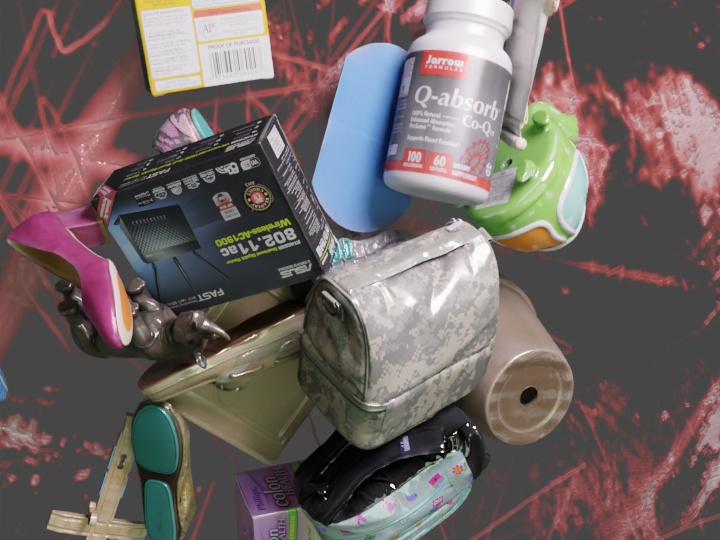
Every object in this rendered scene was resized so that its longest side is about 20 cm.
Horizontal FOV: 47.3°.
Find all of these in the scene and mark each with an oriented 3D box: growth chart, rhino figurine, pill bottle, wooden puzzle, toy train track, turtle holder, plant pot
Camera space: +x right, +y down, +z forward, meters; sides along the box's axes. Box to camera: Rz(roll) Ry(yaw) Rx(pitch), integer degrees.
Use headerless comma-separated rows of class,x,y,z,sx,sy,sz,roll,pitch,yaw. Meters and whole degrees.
growth chart,0.168,-0.231,0.875,0.017,0.145,0.203,2,122,-12
rhino figurine,-0.214,0.056,0.823,0.088,0.197,0.060,73,30,-42
pill bottle,0.096,-0.178,0.866,0.114,0.115,0.204,11,90,-25
wooden puzzle,-0.115,0.100,0.948,0.184,0.037,0.201,36,87,-28
toy train track,-0.282,0.260,0.931,0.113,0.033,0.203,16,100,-26
turtle holder,0.196,-0.105,0.960,0.140,0.187,0.131,-35,122,29
plant pot,0.158,0.114,0.986,0.197,0.173,0.204,-7,109,-19

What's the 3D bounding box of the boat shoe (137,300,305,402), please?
boat shoe,-0.137,0.099,0.880,0.198,0.072,0.066,-24,111,-22

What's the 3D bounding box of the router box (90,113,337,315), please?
router box,-0.142,-0.047,0.809,0.197,0.063,0.151,-15,122,21

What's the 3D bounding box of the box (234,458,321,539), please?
box,-0.048,0.333,1.018,0.197,0.097,0.179,-7,110,-21

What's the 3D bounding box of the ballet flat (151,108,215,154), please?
ballet flat,-0.141,-0.076,0.863,0.071,0.069,0.201,-34,114,12

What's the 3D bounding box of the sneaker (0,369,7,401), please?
sneaker,-0.395,0.077,0.808,0.104,0.076,0.202,10,111,-37

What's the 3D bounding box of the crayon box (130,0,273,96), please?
crayon box,-0.159,-0.280,0.787,0.124,0.052,0.203,-13,113,-18

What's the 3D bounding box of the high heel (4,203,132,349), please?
high heel,-0.272,0.010,0.760,0.095,0.201,0.068,-20,141,-13

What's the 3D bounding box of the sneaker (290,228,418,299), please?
sneaker,0.000,0.000,0.943,0.198,0.091,0.079,0,74,-43

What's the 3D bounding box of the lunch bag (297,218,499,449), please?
lunch bag,0.042,0.050,0.821,0.198,0.139,0.170,-21,138,-31

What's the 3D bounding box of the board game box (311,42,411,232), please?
board game box,0.007,-0.145,0.905,0.157,0.039,0.203,12,95,-47

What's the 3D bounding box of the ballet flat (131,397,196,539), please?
ballet flat,-0.216,0.216,0.924,0.070,0.071,0.203,-7,116,-20

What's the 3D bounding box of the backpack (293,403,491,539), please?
backpack,0.031,0.221,0.890,0.199,0.167,0.127,-37,117,-9
